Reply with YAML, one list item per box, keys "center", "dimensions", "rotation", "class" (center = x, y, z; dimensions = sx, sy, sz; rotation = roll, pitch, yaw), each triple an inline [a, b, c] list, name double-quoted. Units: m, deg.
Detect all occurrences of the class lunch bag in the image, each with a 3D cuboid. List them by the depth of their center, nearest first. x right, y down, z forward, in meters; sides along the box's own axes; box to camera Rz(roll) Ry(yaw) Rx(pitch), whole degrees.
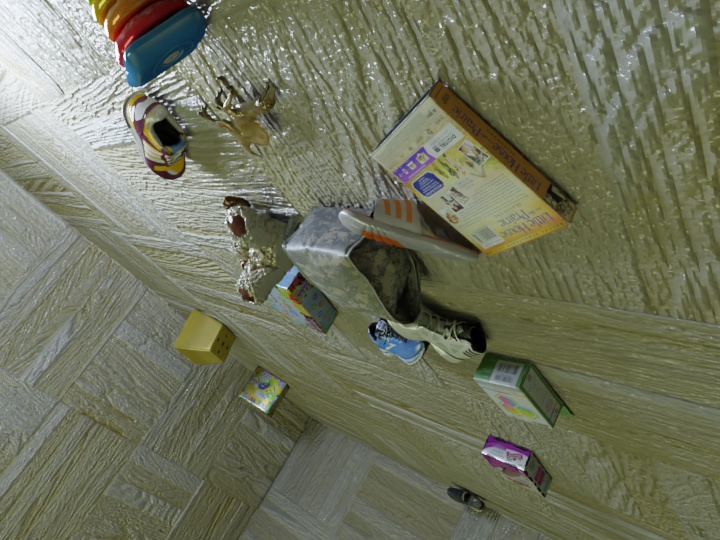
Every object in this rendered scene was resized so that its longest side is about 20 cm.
- center: [0.000, 0.000, 0.859]
  dimensions: [0.163, 0.118, 0.201]
  rotation: [9, 143, 44]
  class: "lunch bag"

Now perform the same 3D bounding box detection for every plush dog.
- center: [-0.197, -0.061, 1.027]
  dimensions: [0.171, 0.159, 0.202]
  rotation: [32, 135, 43]
  class: "plush dog"

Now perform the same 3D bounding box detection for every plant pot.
- center: [-0.708, 0.328, 2.464]
  dimensions: [0.174, 0.202, 0.201]
  rotation: [8, 150, 24]
  class: "plant pot"

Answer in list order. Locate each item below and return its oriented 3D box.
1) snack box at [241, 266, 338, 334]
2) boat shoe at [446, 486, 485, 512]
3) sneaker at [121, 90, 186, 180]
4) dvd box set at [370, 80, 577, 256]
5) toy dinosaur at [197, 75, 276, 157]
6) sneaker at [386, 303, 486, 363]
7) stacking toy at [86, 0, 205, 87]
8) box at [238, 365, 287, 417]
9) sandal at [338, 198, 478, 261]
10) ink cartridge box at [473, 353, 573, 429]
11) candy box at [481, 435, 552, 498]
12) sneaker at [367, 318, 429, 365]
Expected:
- center: [-0.170, 0.058, 1.287]
  dimensions: [0.167, 0.068, 0.201]
  rotation: [16, 152, 37]
  class: "snack box"
- center: [0.501, 1.080, 2.514]
  dimensions: [0.199, 0.072, 0.066]
  rotation: [15, 143, 37]
  class: "boat shoe"
- center: [-0.347, -0.219, 0.938]
  dimensions: [0.090, 0.075, 0.201]
  rotation: [31, 160, 19]
  class: "sneaker"
- center: [0.120, -0.102, 0.590]
  dimensions: [0.199, 0.030, 0.146]
  rotation: [38, 158, -10]
  class: "dvd box set"
- center: [-0.171, -0.206, 0.743]
  dimensions: [0.101, 0.059, 0.200]
  rotation: [35, 159, -8]
  class: "toy dinosaur"
- center: [0.144, 0.093, 0.939]
  dimensions: [0.199, 0.076, 0.115]
  rotation: [31, 151, -17]
  class: "sneaker"
- center: [-0.283, -0.330, 0.606]
  dimensions: [0.201, 0.110, 0.116]
  rotation: [51, 163, -13]
  class: "stacking toy"
- center: [-0.534, 0.675, 2.930]
  dimensions: [0.198, 0.194, 0.122]
  rotation: [28, 158, 13]
  class: "box"
- center: [0.070, -0.062, 0.722]
  dimensions: [0.204, 0.060, 0.079]
  rotation: [16, 174, -14]
  class: "sandal"
- center: [0.315, 0.244, 1.010]
  dimensions: [0.103, 0.060, 0.200]
  rotation: [3, 143, 52]
  class: "ink cartridge box"
- center: [0.442, 0.554, 1.485]
  dimensions: [0.135, 0.061, 0.200]
  rotation: [9, 149, 45]
  class: "candy box"
- center: [0.075, 0.141, 1.105]
  dimensions: [0.089, 0.079, 0.199]
  rotation: [38, 158, -21]
  class: "sneaker"
